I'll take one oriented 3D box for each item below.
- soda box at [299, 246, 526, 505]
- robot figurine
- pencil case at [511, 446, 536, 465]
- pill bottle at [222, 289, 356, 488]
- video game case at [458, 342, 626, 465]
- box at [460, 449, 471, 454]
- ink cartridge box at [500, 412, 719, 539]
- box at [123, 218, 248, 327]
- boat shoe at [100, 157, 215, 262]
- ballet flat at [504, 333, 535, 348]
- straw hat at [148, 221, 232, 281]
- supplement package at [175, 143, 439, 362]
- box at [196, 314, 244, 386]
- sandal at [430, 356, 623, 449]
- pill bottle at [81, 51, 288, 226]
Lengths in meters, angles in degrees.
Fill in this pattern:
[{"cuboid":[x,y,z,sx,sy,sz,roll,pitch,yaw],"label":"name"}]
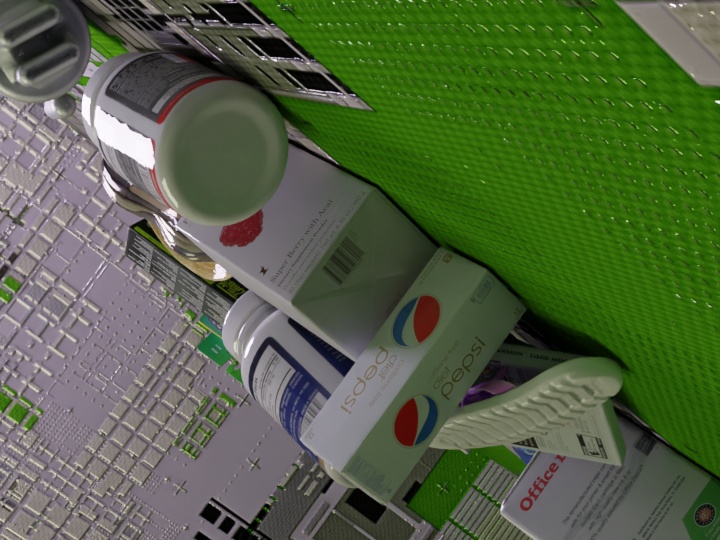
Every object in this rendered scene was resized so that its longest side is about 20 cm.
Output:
[{"cuboid":[0.043,0.083,1.245,0.064,0.201,0.068,42,172,-38],"label":"soda box"},{"cuboid":[-0.330,-0.224,1.510,0.200,0.112,0.171,25,140,66],"label":"robot figurine"},{"cuboid":[0.181,0.161,1.667,0.086,0.079,0.200,0,151,36],"label":"pencil case"},{"cuboid":[-0.040,0.098,1.412,0.200,0.111,0.111,41,179,37],"label":"pill bottle"},{"cuboid":[0.135,0.113,1.362,0.180,0.024,0.200,8,155,21],"label":"video game case"},{"cuboid":[0.066,0.103,1.748,0.199,0.113,0.101,34,174,23],"label":"box"},{"cuboid":[0.256,0.234,1.458,0.199,0.146,0.084,34,176,31],"label":"ink cartridge box"},{"cuboid":[-0.121,-0.016,1.668,0.199,0.193,0.048,34,133,21],"label":"box"},{"cuboid":[-0.177,-0.080,1.471,0.074,0.074,0.200,-3,-150,-46],"label":"boat shoe"},{"cuboid":[0.107,0.073,1.389,0.200,0.072,0.068,36,-140,-34],"label":"ballet flat"},{"cuboid":[-0.149,-0.097,1.547,0.200,0.085,0.202,33,140,32],"label":"straw hat"},{"cuboid":[-0.045,-0.024,1.334,0.120,0.122,0.199,41,173,-41],"label":"supplement package"},{"cuboid":[-0.106,0.039,1.847,0.117,0.201,0.048,33,174,25],"label":"box"},{"cuboid":[0.131,0.103,1.261,0.202,0.050,0.082,-24,146,37],"label":"sandal"},{"cuboid":[-0.151,-0.116,1.262,0.116,0.116,0.200,40,174,-35],"label":"pill bottle"}]
